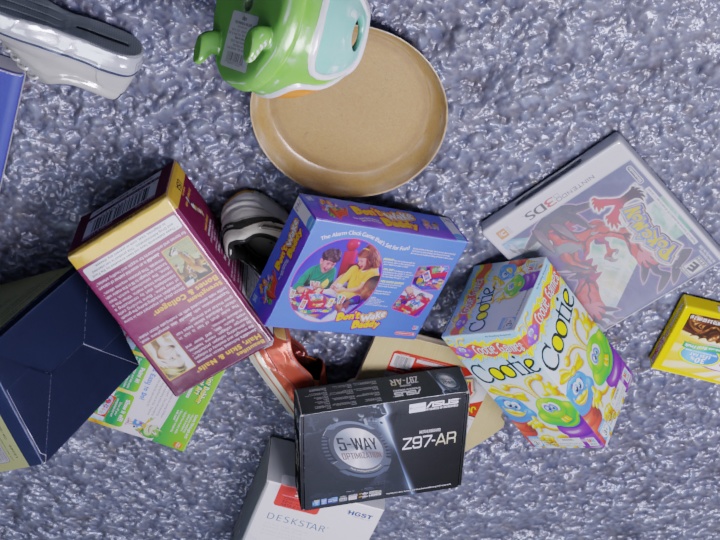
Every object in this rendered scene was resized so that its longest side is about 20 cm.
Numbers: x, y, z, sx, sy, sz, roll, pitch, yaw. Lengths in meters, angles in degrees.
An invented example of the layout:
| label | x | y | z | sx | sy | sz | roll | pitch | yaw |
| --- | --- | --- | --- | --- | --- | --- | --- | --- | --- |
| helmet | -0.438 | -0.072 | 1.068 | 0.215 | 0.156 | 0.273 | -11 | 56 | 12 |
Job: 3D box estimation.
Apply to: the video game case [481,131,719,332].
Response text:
| label | x | y | z | sx | sy | sz | roll | pitch | yaw |
| --- | --- | --- | --- | --- | --- | --- | --- | --- | --- |
| video game case | 0.259 | -0.031 | 1.427 | 0.181 | 0.023 | 0.200 | -34 | 120 | 26 |

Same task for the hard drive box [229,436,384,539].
| label | x | y | z | sx | sy | sz | roll | pitch | yaw |
| --- | --- | --- | --- | --- | --- | --- | --- | --- | --- |
| hard drive box | -0.071 | 0.320 | 1.692 | 0.154 | 0.077 | 0.201 | 15 | 128 | -9 |

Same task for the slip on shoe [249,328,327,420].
| label | x | y | z | sx | sy | sz | roll | pitch | yaw |
| --- | --- | --- | --- | --- | --- | --- | --- | --- | --- |
| slip on shoe | -0.061 | 0.134 | 1.550 | 0.061 | 0.074 | 0.201 | -31 | 122 | 7 |

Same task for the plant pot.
| label | x | y | z | sx | sy | sz | roll | pitch | yaw |
| --- | --- | --- | --- | --- | --- | --- | --- | --- | --- |
| plant pot | -0.011 | -0.163 | 1.334 | 0.197 | 0.028 | 0.202 | 1 | 129 | 1 |

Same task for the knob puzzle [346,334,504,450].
| label | x | y | z | sx | sy | sz | roll | pitch | yaw |
| --- | --- | --- | --- | --- | --- | --- | --- | --- | --- |
| knob puzzle | 0.077 | 0.153 | 1.580 | 0.217 | 0.031 | 0.222 | 1 | 129 | 1 |

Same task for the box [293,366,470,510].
| label | x | y | z | sx | sy | sz | roll | pitch | yaw |
| --- | --- | --- | --- | --- | --- | --- | --- | --- | --- |
| box | 0.023 | 0.195 | 1.539 | 0.197 | 0.044 | 0.162 | -6 | 130 | -11 |

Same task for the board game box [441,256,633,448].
| label | x | y | z | sx | sy | sz | roll | pitch | yaw |
| --- | --- | --- | --- | --- | --- | --- | --- | --- | --- |
| board game box | 0.197 | 0.093 | 1.458 | 0.102 | 0.105 | 0.200 | -8 | 134 | 44 |

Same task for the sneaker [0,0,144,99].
| label | x | y | z | sx | sy | sz | roll | pitch | yaw |
| --- | --- | --- | --- | --- | --- | --- | --- | --- | --- |
| sneaker | -0.310 | -0.217 | 1.276 | 0.198 | 0.073 | 0.071 | 22 | 124 | -15 |

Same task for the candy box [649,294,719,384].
| label | x | y | z | sx | sy | sz | roll | pitch | yaw |
| --- | --- | --- | --- | --- | --- | --- | --- | --- | --- |
| candy box | 0.440 | 0.092 | 1.513 | 0.198 | 0.027 | 0.103 | 13 | 132 | -7 |

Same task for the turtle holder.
| label | x | y | z | sx | sy | sz | roll | pitch | yaw |
| --- | --- | --- | --- | --- | --- | --- | --- | --- | --- |
| turtle holder | -0.063 | -0.246 | 1.203 | 0.131 | 0.188 | 0.140 | 10 | 160 | -36 |

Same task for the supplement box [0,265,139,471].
| label | x | y | z | sx | sy | sz | roll | pitch | yaw |
| --- | --- | --- | --- | --- | --- | --- | --- | --- | --- |
| supplement box | -0.386 | 0.111 | 1.422 | 0.198 | 0.200 | 0.135 | -13 | 111 | 29 |

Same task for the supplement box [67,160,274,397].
| label | x | y | z | sx | sy | sz | roll | pitch | yaw |
| --- | --- | --- | --- | --- | --- | --- | --- | --- | --- |
| supplement box | -0.194 | 0.009 | 1.406 | 0.130 | 0.103 | 0.201 | -29 | 114 | 11 |

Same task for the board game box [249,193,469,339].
| label | x | y | z | sx | sy | sz | roll | pitch | yaw |
| --- | --- | --- | --- | --- | --- | --- | --- | --- | --- |
| board game box | 0.000 | 0.000 | 1.386 | 0.198 | 0.045 | 0.135 | 8 | 122 | -37 |

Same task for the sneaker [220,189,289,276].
| label | x | y | z | sx | sy | sz | roll | pitch | yaw |
| --- | --- | --- | --- | --- | --- | --- | --- | --- | --- |
| sneaker | -0.065 | -0.004 | 1.426 | 0.198 | 0.088 | 0.076 | 26 | 124 | -18 |

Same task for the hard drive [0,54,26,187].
| label | x | y | z | sx | sy | sz | roll | pitch | yaw |
| --- | --- | --- | --- | --- | --- | --- | --- | --- | --- |
| hard drive | -0.427 | -0.145 | 1.371 | 0.130 | 0.026 | 0.201 | 17 | 128 | -10 |

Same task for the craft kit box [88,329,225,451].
| label | x | y | z | sx | sy | sz | roll | pitch | yaw |
| --- | --- | --- | --- | --- | --- | --- | --- | --- | --- |
| craft kit box | -0.263 | 0.107 | 1.554 | 0.196 | 0.049 | 0.201 | 23 | 127 | -11 |
